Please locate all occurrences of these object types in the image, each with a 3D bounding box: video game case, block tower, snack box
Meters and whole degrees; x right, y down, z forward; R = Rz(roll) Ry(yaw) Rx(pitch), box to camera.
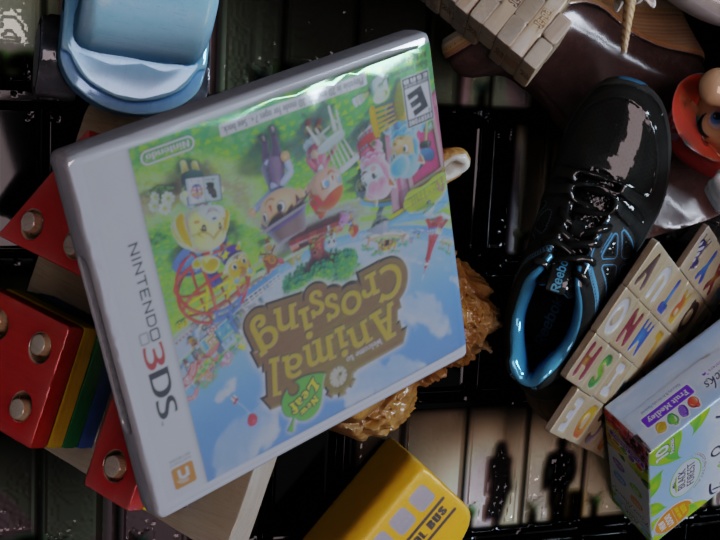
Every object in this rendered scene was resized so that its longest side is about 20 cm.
[{"bbox_3d":[-0.036,-0.001,0.581,0.199,0.022,0.184,-25,119,-30],"label":"video game case"},{"bbox_3d":[0.040,-0.197,0.712,0.200,0.058,0.054,40,88,3],"label":"block tower"},{"bbox_3d":[0.268,0.092,0.859,0.199,0.053,0.143,-34,141,-12],"label":"snack box"}]

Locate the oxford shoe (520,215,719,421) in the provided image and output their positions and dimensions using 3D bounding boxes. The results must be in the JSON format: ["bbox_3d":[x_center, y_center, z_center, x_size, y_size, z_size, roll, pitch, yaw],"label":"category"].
[{"bbox_3d":[0.186,0.028,0.851,0.200,0.073,0.085,-42,137,-13],"label":"oxford shoe"}]

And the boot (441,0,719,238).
[{"bbox_3d":[0.156,-0.098,0.788,0.198,0.072,0.168,-13,89,-26],"label":"boot"}]

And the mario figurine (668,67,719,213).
[{"bbox_3d":[0.256,-0.106,0.703,0.123,0.199,0.107,-37,103,-34],"label":"mario figurine"}]

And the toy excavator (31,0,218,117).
[{"bbox_3d":[-0.105,-0.183,0.622,0.099,0.200,0.197,5,90,-21],"label":"toy excavator"}]

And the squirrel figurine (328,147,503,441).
[{"bbox_3d":[0.000,0.000,0.748,0.200,0.141,0.188,38,70,-44],"label":"squirrel figurine"}]

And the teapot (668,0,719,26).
[{"bbox_3d":[0.252,-0.255,0.774,0.196,0.146,0.201,26,111,-10],"label":"teapot"}]

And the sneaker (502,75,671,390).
[{"bbox_3d":[0.139,-0.018,0.732,0.072,0.082,0.202,18,103,13],"label":"sneaker"}]

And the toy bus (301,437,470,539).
[{"bbox_3d":[-0.012,0.218,0.805,0.078,0.065,0.200,43,84,-21],"label":"toy bus"}]

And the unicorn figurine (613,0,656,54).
[{"bbox_3d":[0.127,-0.242,0.710,0.073,0.200,0.138,-22,134,-19],"label":"unicorn figurine"}]

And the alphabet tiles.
[{"bbox_3d":[0.191,0.048,0.803,0.168,0.008,0.200,-56,151,2],"label":"alphabet tiles"}]

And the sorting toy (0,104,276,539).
[{"bbox_3d":[-0.125,0.021,0.652,0.069,0.199,0.201,14,96,-57],"label":"sorting toy"}]
